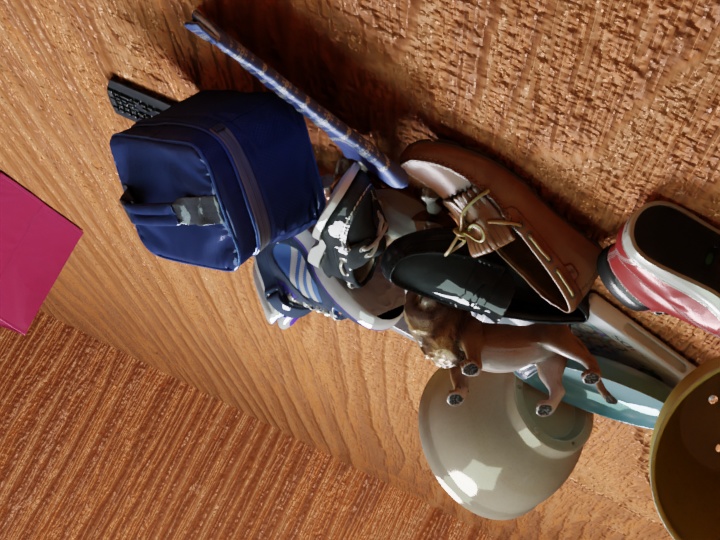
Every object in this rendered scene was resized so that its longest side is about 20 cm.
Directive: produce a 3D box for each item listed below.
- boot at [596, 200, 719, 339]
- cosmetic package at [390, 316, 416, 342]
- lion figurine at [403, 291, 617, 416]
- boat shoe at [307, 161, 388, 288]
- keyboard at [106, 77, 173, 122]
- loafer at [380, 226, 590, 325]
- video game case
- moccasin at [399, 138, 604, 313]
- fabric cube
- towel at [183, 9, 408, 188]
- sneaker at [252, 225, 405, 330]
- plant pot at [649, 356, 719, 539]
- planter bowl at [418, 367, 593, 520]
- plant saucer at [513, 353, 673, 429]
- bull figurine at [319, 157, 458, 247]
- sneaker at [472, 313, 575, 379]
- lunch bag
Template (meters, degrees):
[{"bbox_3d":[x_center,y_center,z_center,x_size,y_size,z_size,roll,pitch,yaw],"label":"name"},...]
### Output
[{"bbox_3d":[0.286,0.028,1.036,0.199,0.073,0.144,34,166,7],"label":"boot"},{"bbox_3d":[0.000,0.000,1.405,0.199,0.083,0.051,28,176,1],"label":"cosmetic package"},{"bbox_3d":[0.136,0.070,1.195,0.198,0.123,0.073,12,123,-6],"label":"lion figurine"},{"bbox_3d":[-0.003,-0.036,1.131,0.060,0.076,0.200,33,169,4],"label":"boat shoe"},{"bbox_3d":[-0.178,-0.139,1.382,0.198,0.021,0.127,25,165,13],"label":"keyboard"},{"bbox_3d":[0.115,0.009,1.143,0.198,0.071,0.068,8,132,-19],"label":"loafer"},{"bbox_3d":[0.248,0.081,1.359,0.181,0.024,0.200,34,164,-20],"label":"video game case"},{"bbox_3d":[0.113,-0.037,1.088,0.201,0.078,0.073,38,162,-19],"label":"moccasin"},{"bbox_3d":[-0.623,-0.040,2.141,0.195,0.201,0.200,13,160,45],"label":"fabric cube"},{"bbox_3d":[-0.054,-0.139,1.065,0.199,0.024,0.145,35,-175,-25],"label":"towel"},{"bbox_3d":[-0.038,0.022,1.304,0.200,0.080,0.147,49,139,28],"label":"sneaker"},{"bbox_3d":[0.351,0.156,1.168,0.199,0.201,0.142,28,-168,-2],"label":"plant pot"},{"bbox_3d":[0.184,0.173,1.501,0.199,0.202,0.135,32,141,-17],"label":"planter bowl"},{"bbox_3d":[0.255,0.122,1.359,0.198,0.028,0.200,20,167,5],"label":"plant saucer"},{"bbox_3d":[0.046,-0.044,1.221,0.198,0.066,0.122,22,160,15],"label":"bull figurine"},{"bbox_3d":[0.130,0.045,1.303,0.199,0.070,0.109,7,134,47],"label":"sneaker"},{"bbox_3d":[-0.146,-0.084,1.200,0.199,0.132,0.137,8,121,49],"label":"lunch bag"}]
